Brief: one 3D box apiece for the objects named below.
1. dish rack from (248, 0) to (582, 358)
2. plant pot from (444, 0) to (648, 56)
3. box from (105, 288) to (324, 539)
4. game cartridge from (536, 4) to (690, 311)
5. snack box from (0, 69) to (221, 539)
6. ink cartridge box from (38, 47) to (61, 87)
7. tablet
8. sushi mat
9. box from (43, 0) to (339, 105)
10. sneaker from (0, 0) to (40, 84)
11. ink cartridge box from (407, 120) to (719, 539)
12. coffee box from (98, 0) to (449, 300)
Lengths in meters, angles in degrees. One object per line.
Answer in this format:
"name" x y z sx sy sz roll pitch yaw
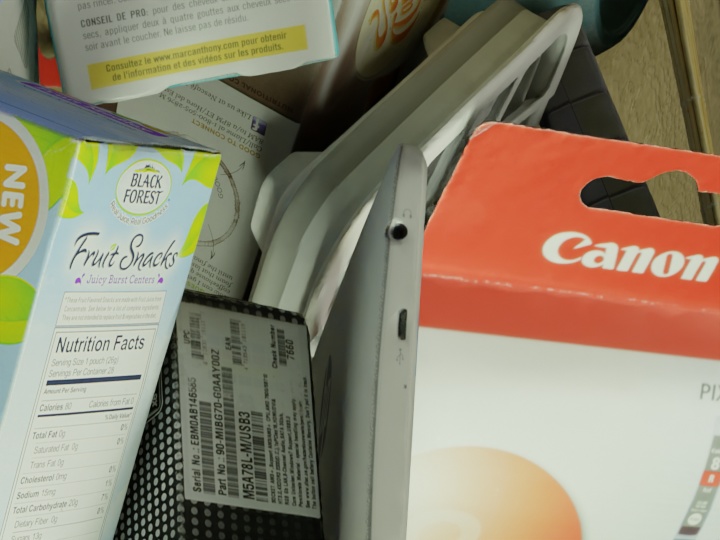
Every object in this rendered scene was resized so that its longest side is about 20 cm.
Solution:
"dish rack" 0.000 0.000 0.765 0.172 0.043 0.201 -46 162 -42
"plant pot" 0.052 -0.154 0.874 0.200 0.134 0.201 -52 152 -42
"box" -0.070 0.133 0.542 0.047 0.193 0.201 13 60 -32
"game cartridge" 0.111 -0.006 0.871 0.200 0.038 0.130 53 21 -62
"snack box" -0.140 0.041 0.507 0.068 0.168 0.201 -3 112 -64
"ink cartridge box" -0.067 -0.152 0.696 0.160 0.047 0.201 -14 119 -67
"tablet" -0.005 0.057 0.574 0.200 0.014 0.131 115 -20 -72
"sushi mat" 0.141 -0.026 0.861 0.096 0.012 0.201 4 76 -77
"box" -0.061 -0.151 0.592 0.049 0.082 0.201 -117 -163 -63
"sneaker" -0.103 -0.025 0.599 0.075 0.116 0.201 -22 140 -18
"ink cartridge box" 0.081 0.047 0.753 0.050 0.161 0.201 -105 -149 -44
"coffee box" -0.026 -0.085 0.746 0.114 0.080 0.201 -43 160 -47
